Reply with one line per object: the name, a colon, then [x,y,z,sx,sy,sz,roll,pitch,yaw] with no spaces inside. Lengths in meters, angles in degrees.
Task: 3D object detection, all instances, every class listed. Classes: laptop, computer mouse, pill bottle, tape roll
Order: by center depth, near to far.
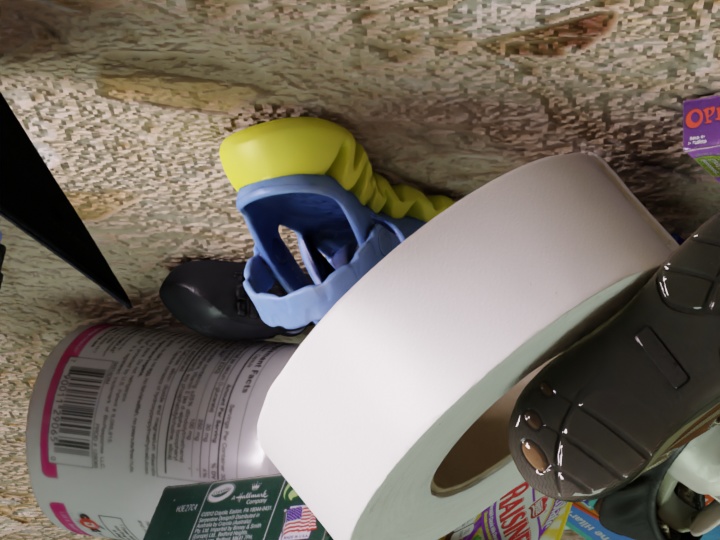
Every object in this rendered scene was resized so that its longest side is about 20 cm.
laptop: [-0.213,-0.059,1.117,0.199,0.117,0.187,-5,159,20]
tape roll: [0.052,0.040,1.282,0.202,0.071,0.203,-36,161,-15]
computer mouse: [-0.010,0.028,1.480,0.199,0.034,0.059,9,159,-21]
pill bottle: [-0.064,0.092,1.500,0.199,0.114,0.113,5,164,25]

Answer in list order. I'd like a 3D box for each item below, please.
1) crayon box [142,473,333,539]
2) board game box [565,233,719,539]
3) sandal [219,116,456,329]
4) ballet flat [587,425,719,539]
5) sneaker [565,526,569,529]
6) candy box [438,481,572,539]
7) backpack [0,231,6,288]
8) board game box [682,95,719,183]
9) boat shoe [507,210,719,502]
crayon box: [-0.002,0.175,1.434,0.126,0.051,0.200,-9,137,39]
board game box: [0.151,0.074,1.465,0.152,0.045,0.200,35,144,-16]
sandal: [0.000,0.000,1.317,0.079,0.088,0.200,-12,159,32]
ballet flat: [0.156,0.082,1.363,0.068,0.068,0.200,32,160,12]
sneaker: [0.158,0.107,1.627,0.199,0.074,0.118,4,157,24]
candy box: [0.066,0.133,1.470,0.102,0.026,0.200,-31,155,-23]
backpack: [-0.264,0.044,1.331,0.146,0.184,0.200,29,144,-13]
board game box: [0.234,-0.038,1.272,0.119,0.033,0.200,-12,156,25]
boat shoe: [0.150,0.028,1.239,0.199,0.076,0.074,-33,167,3]
